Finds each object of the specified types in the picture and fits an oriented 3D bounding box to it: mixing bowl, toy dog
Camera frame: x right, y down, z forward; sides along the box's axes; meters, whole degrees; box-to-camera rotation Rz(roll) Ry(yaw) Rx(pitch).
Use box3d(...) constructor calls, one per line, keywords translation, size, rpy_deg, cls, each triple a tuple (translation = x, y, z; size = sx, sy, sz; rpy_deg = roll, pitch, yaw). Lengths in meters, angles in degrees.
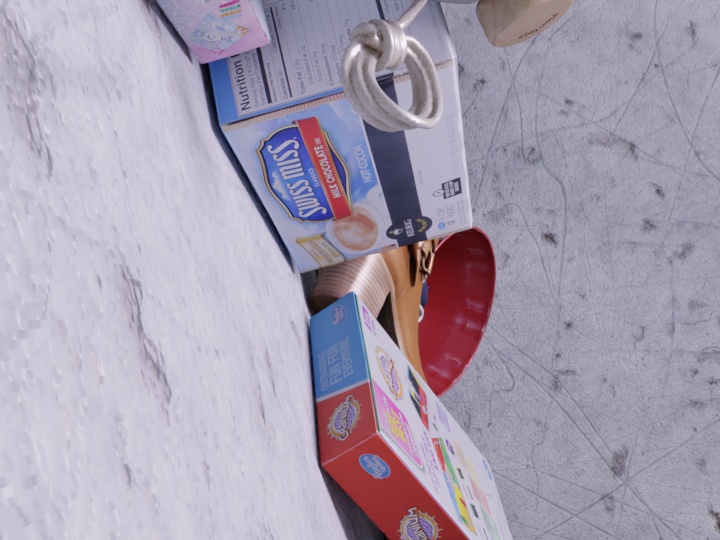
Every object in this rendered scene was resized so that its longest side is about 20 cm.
box3d(translation=(0.060, 0.034, 1.030), size=(0.199, 0.107, 0.203), rpy_deg=(-30, 130, -44), cls="mixing bowl")
box3d(translation=(0.044, -0.163, 0.415), size=(0.132, 0.096, 0.200), rpy_deg=(49, 43, -3), cls="toy dog")

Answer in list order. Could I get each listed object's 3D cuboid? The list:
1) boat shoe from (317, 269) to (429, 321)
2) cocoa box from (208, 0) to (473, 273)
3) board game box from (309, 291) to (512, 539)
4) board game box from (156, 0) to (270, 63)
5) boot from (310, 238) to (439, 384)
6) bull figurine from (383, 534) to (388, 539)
box3d(translation=(0.026, 0.054, 0.820), size=(0.075, 0.091, 0.203), rpy_deg=(-92, 166, -78), cls="boat shoe")
box3d(translation=(-0.011, -0.108, 0.569), size=(0.200, 0.129, 0.135), rpy_deg=(68, 7, -65), cls="cocoa box")
box3d(translation=(0.040, 0.131, 0.611), size=(0.201, 0.040, 0.154), rpy_deg=(53, 13, -27), cls="board game box")
box3d(translation=(-0.097, -0.219, 0.375), size=(0.199, 0.043, 0.203), rpy_deg=(54, 21, -80), cls="board game box")
box3d(translation=(0.030, 0.015, 0.754), size=(0.201, 0.076, 0.157), rpy_deg=(57, 47, -41), cls="boot")
box3d(translation=(0.054, 0.221, 0.740), size=(0.200, 0.064, 0.123), rpy_deg=(-97, 169, -70), cls="bull figurine")
